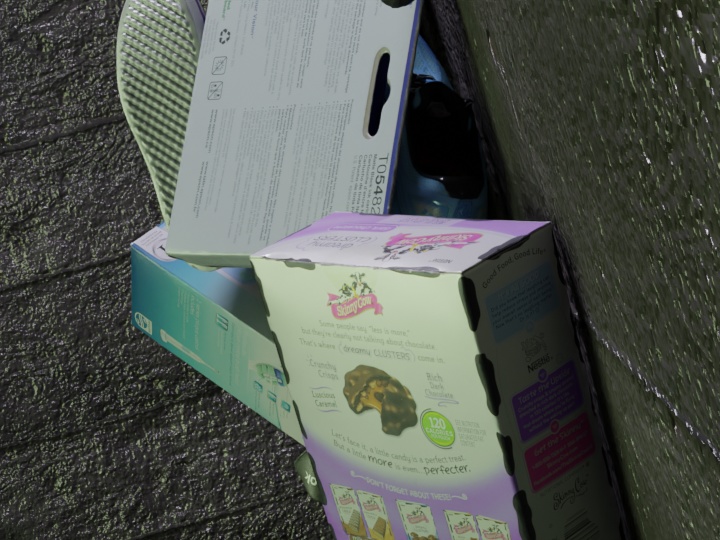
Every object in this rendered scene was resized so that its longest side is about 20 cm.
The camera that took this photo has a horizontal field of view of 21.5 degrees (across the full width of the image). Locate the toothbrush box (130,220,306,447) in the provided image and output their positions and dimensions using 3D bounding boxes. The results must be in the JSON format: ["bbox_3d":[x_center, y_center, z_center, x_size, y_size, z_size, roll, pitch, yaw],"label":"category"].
[{"bbox_3d":[-0.046,0.023,1.361,0.200,0.146,0.085,34,141,25],"label":"toothbrush box"}]

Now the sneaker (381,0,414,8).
[{"bbox_3d":[-0.016,-0.238,1.073,0.076,0.091,0.201,114,140,-72],"label":"sneaker"}]

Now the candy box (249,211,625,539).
[{"bbox_3d":[0.042,0.074,1.003,0.168,0.071,0.201,6,117,49],"label":"candy box"}]

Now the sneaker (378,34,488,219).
[{"bbox_3d":[0.045,-0.091,1.167,0.090,0.078,0.200,106,155,-45],"label":"sneaker"}]

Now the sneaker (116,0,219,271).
[{"bbox_3d":[-0.101,-0.108,1.301,0.114,0.072,0.201,-28,-69,-56],"label":"sneaker"}]

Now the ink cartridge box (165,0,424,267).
[{"bbox_3d":[-0.029,-0.100,1.165,0.041,0.200,0.200,17,-101,-43],"label":"ink cartridge box"}]

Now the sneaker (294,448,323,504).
[{"bbox_3d":[-0.005,0.103,1.210,0.091,0.066,0.200,-58,-25,-23],"label":"sneaker"}]
